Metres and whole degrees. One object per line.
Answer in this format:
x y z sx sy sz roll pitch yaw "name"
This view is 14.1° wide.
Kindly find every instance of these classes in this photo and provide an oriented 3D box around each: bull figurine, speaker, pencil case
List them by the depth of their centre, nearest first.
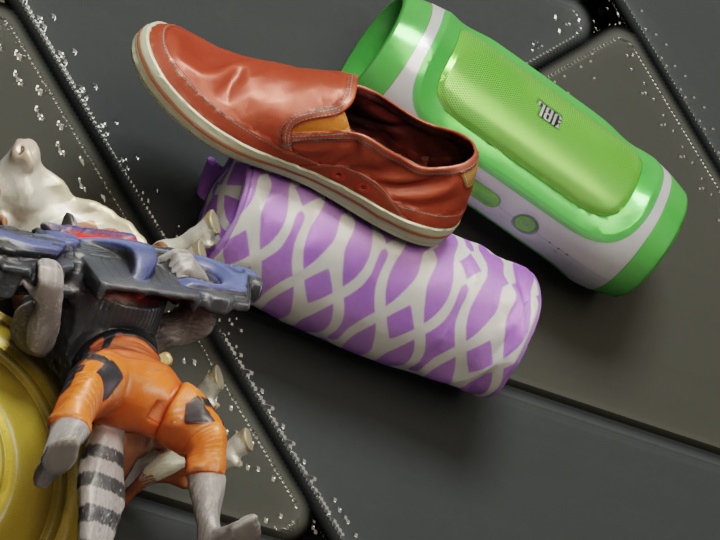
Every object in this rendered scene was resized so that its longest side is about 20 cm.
-0.130 0.026 1.493 0.121 0.065 0.201 -11 85 12 "bull figurine"
0.000 0.000 1.575 0.200 0.086 0.084 26 100 -17 "pencil case"
0.085 -0.069 1.634 0.200 0.088 0.089 34 62 -13 "speaker"

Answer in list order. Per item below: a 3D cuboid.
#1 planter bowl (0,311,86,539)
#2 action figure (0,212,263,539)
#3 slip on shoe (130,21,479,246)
-0.218 0.098 1.396 0.200 0.083 0.201 2 77 -10 "planter bowl"
-0.143 0.043 1.383 0.199 0.105 0.194 14 34 -25 "action figure"
-0.027 -0.082 1.518 0.199 0.061 0.074 26 31 -12 "slip on shoe"
